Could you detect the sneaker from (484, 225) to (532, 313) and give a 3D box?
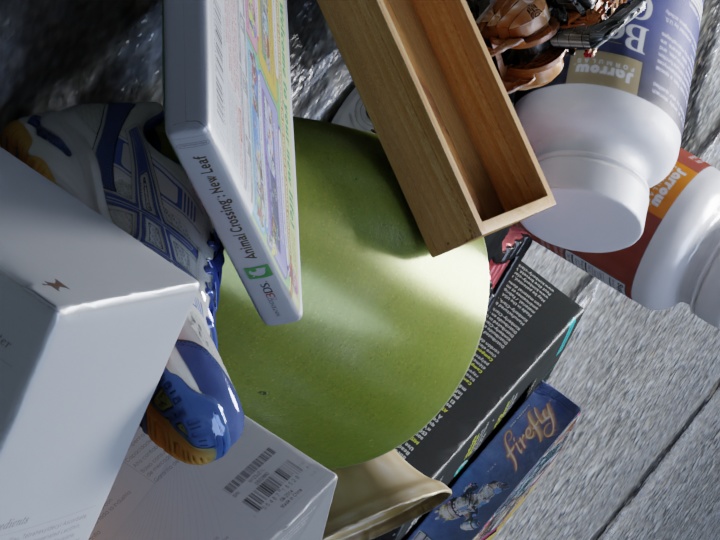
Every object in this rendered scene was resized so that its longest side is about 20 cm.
[{"bbox_3d":[0.045,-0.022,1.584,0.074,0.087,0.200,-59,167,-3],"label":"sneaker"}]

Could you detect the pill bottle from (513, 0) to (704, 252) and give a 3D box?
[{"bbox_3d":[0.157,-0.118,1.660,0.111,0.111,0.200,83,17,-62],"label":"pill bottle"}]

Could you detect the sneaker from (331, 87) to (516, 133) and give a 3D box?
[{"bbox_3d":[0.046,-0.089,1.589,0.200,0.073,0.112,-49,160,-26],"label":"sneaker"}]

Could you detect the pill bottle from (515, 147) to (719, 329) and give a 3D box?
[{"bbox_3d":[0.196,-0.043,1.844,0.112,0.200,0.112,-50,160,-26],"label":"pill bottle"}]

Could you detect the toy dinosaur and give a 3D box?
[{"bbox_3d":[0.082,-0.146,1.461,0.200,0.136,0.102,-19,122,-36],"label":"toy dinosaur"}]

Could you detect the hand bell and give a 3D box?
[{"bbox_3d":[-0.034,0.054,1.443,0.104,0.200,0.104,-22,169,-5],"label":"hand bell"}]

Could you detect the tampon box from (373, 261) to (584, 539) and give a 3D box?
[{"bbox_3d":[0.027,0.084,1.699,0.200,0.126,0.150,-45,167,-36],"label":"tampon box"}]

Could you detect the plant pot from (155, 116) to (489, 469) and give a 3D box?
[{"bbox_3d":[-0.061,-0.006,1.322,0.187,0.187,0.200,-60,148,4],"label":"plant pot"}]

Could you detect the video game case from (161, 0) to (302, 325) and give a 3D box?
[{"bbox_3d":[-0.059,-0.103,1.165,0.182,0.022,0.201,67,17,-61],"label":"video game case"}]

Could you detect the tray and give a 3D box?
[{"bbox_3d":[0.029,-0.112,1.343,0.037,0.200,0.099,-24,179,29],"label":"tray"}]

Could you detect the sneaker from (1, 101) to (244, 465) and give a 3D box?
[{"bbox_3d":[-0.088,-0.005,1.160,0.088,0.200,0.075,-18,149,-22],"label":"sneaker"}]

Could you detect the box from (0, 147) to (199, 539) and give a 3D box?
[{"bbox_3d":[-0.186,0.057,1.085,0.106,0.152,0.200,-10,130,-61],"label":"box"}]

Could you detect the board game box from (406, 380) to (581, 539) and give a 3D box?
[{"bbox_3d":[0.064,0.174,1.710,0.200,0.035,0.136,-48,170,-19],"label":"board game box"}]

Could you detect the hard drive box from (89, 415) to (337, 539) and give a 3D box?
[{"bbox_3d":[-0.138,0.111,1.227,0.156,0.200,0.077,-40,155,-41],"label":"hard drive box"}]
